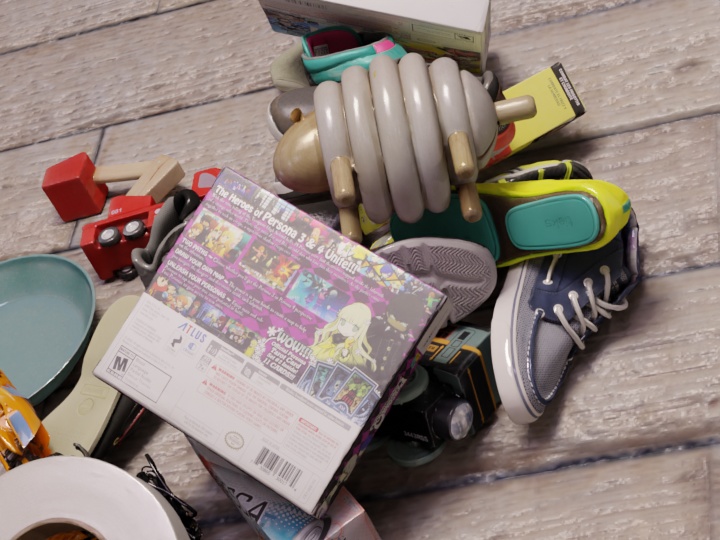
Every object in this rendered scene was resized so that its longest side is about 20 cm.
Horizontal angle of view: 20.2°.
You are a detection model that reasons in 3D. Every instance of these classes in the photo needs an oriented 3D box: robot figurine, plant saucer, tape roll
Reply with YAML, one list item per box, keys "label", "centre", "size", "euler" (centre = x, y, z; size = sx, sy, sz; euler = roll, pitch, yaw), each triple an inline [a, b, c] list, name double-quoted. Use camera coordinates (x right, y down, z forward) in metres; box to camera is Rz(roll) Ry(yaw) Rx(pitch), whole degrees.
- label: "robot figurine"
  centre: [-0.276, 0.174, 1.565]
  size: [0.145, 0.058, 0.200]
  euler: [-49, 54, 12]
- label: "plant saucer"
  centre: [-0.313, 0.070, 1.764]
  size: [0.199, 0.036, 0.201]
  euler: [-16, 41, 14]
- label: "tape roll"
  centre: [-0.214, 0.235, 1.458]
  size: [0.201, 0.037, 0.204]
  euler: [-5, 72, 16]

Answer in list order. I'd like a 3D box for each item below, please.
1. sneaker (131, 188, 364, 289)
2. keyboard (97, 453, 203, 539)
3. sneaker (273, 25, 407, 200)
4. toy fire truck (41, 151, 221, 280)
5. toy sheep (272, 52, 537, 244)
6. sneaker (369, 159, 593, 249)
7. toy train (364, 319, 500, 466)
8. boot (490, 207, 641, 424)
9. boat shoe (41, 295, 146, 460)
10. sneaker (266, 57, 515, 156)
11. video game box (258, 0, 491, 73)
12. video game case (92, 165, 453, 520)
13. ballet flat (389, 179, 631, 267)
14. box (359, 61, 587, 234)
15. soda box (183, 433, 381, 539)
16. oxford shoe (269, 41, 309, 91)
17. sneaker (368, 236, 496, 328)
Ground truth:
- label: "sneaker"
  centre: [-0.099, -0.031, 1.684]
  size: [0.199, 0.116, 0.075]
  euler: [-26, 39, 3]
- label: "keyboard"
  centre: [-0.155, 0.216, 1.529]
  size: [0.104, 0.040, 0.200]
  euler: [-55, 42, 5]
- label: "sneaker"
  centre: [-0.023, -0.142, 1.711]
  size: [0.199, 0.121, 0.083]
  euler: [-26, 2, 43]
- label: "toy fire truck"
  centre: [-0.195, -0.061, 1.825]
  size: [0.199, 0.049, 0.142]
  euler: [-15, 41, 15]
- label: "toy sheep"
  centre: [0.033, -0.096, 1.490]
  size: [0.198, 0.139, 0.138]
  euler: [-9, 41, -1]
- label: "sneaker"
  centre: [0.091, -0.042, 1.622]
  size: [0.199, 0.076, 0.076]
  euler: [-24, 29, -4]
- label: "toy train"
  centre: [0.017, 0.079, 1.533]
  size: [0.199, 0.086, 0.114]
  euler: [12, 41, 40]
- label: "boot"
  centre: [0.156, 0.026, 1.508]
  size: [0.090, 0.073, 0.201]
  euler: [-14, 40, 25]
- label: "boat shoe"
  centre: [-0.209, 0.121, 1.626]
  size: [0.073, 0.063, 0.202]
  euler: [16, 71, 43]
- label: "sneaker"
  centre: [0.022, -0.138, 1.584]
  size: [0.198, 0.082, 0.077]
  euler: [1, 48, 9]
- label: "video game box"
  centre: [0.014, -0.222, 1.731]
  size: [0.198, 0.182, 0.047]
  euler: [12, 84, 4]
- label: "video game case"
  centre: [-0.063, 0.049, 1.442]
  size: [0.199, 0.036, 0.182]
  euler: [30, 83, 19]
- label: "ballet flat"
  centre: [0.117, -0.039, 1.529]
  size: [0.199, 0.067, 0.067]
  euler: [-3, 16, 39]
- label: "box"
  centre: [0.084, -0.100, 1.654]
  size: [0.199, 0.050, 0.075]
  euler: [-28, 0, -18]
- label: "soda box"
  centre: [-0.058, 0.162, 1.495]
  size: [0.068, 0.064, 0.200]
  euler: [-36, 39, -10]
- label: "oxford shoe"
  centre: [-0.032, -0.171, 1.848]
  size: [0.075, 0.058, 0.200]
  euler: [-37, 25, -5]
- label: "sneaker"
  centre: [0.000, 0.000, 1.528]
  size: [0.198, 0.078, 0.112]
  euler: [-11, 25, -1]
